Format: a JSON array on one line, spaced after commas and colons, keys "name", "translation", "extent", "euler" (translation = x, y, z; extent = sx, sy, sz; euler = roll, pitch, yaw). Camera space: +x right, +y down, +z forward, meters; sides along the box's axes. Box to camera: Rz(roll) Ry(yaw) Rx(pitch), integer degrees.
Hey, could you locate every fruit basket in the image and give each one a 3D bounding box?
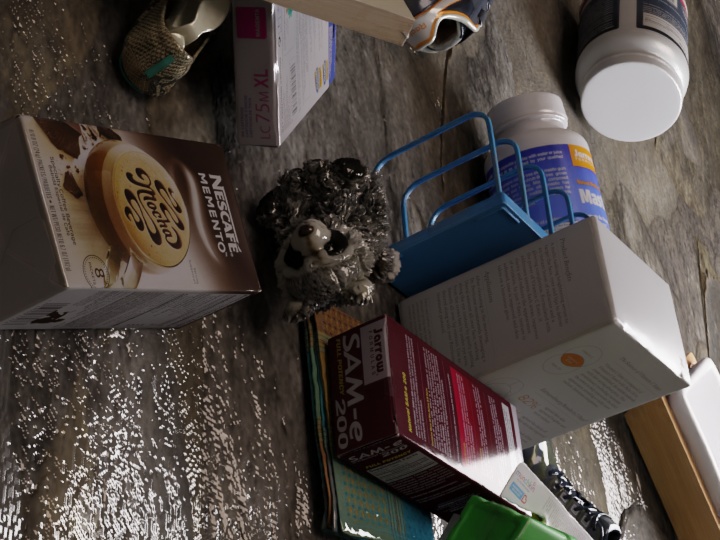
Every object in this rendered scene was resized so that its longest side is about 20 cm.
[{"name": "fruit basket", "translation": [0.121, 0.272, 1.259], "extent": [0.185, 0.094, 0.200], "euler": [-58, 141, -16]}]

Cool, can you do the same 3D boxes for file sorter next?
[{"name": "file sorter", "translation": [0.119, -0.031, 1.452], "extent": [0.200, 0.139, 0.123], "euler": [39, 37, -42]}]

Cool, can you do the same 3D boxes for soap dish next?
[{"name": "soap dish", "translation": [0.376, 0.207, 1.781], "extent": [0.157, 0.081, 0.200], "euler": [-28, 95, -62]}]

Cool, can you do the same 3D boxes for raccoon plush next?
[{"name": "raccoon plush", "translation": [0.000, 0.000, 1.251], "extent": [0.200, 0.097, 0.134], "euler": [30, 39, -47]}]

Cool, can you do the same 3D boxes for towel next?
[{"name": "towel", "translation": [0.006, 0.131, 1.266], "extent": [0.147, 0.022, 0.200], "euler": [32, 43, -49]}]

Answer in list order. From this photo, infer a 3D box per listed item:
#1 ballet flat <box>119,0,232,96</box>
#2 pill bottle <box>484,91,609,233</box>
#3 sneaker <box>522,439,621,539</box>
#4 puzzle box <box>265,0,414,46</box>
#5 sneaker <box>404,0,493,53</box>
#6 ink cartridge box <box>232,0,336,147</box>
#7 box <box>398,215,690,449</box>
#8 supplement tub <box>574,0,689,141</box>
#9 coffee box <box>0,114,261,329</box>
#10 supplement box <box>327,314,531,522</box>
[{"name": "ballet flat", "translation": [-0.124, -0.206, 1.222], "extent": [0.068, 0.075, 0.200], "euler": [49, 33, -25]}, {"name": "pill bottle", "translation": [0.189, -0.077, 1.630], "extent": [0.112, 0.112, 0.200], "euler": [18, 56, -54]}, {"name": "sneaker", "translation": [0.193, 0.227, 1.452], "extent": [0.074, 0.081, 0.200], "euler": [1, 69, -60]}, {"name": "puzzle box", "translation": [-0.063, -0.237, 1.215], "extent": [0.200, 0.025, 0.133], "euler": [15, 28, -23]}, {"name": "sneaker", "translation": [0.091, -0.269, 1.637], "extent": [0.200, 0.078, 0.080], "euler": [-26, 88, -51]}, {"name": "ink cartridge box", "translation": [-0.058, -0.187, 1.295], "extent": [0.200, 0.042, 0.120], "euler": [-56, 149, -63]}, {"name": "box", "translation": [0.159, 0.063, 1.382], "extent": [0.152, 0.200, 0.107], "euler": [36, 38, -46]}, {"name": "supplement tub", "translation": [0.341, -0.271, 1.997], "extent": [0.140, 0.140, 0.200], "euler": [49, 34, -30]}, {"name": "coffee box", "translation": [-0.163, -0.026, 1.024], "extent": [0.200, 0.080, 0.113], "euler": [2, 68, -59]}, {"name": "supplement box", "translation": [0.057, 0.128, 1.270], "extent": [0.200, 0.061, 0.109], "euler": [38, 37, -45]}]
